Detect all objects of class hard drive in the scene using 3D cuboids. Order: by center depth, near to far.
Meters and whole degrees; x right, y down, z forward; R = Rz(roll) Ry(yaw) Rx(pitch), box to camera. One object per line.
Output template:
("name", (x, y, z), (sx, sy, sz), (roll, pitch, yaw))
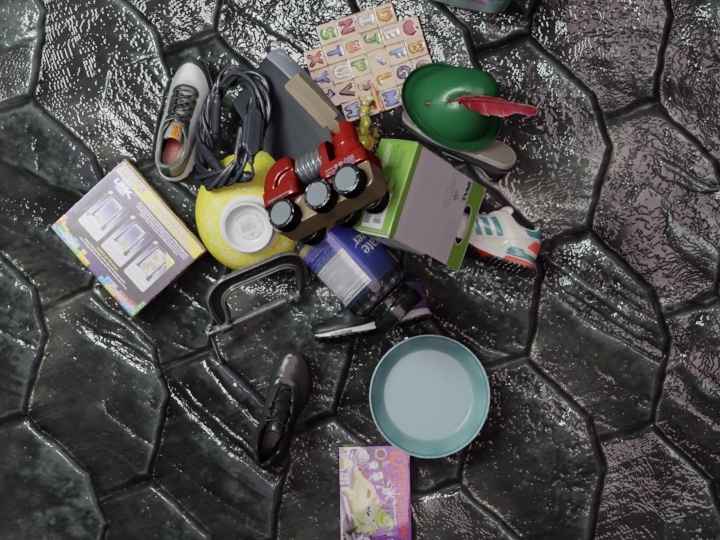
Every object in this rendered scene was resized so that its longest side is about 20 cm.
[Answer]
("hard drive", (-0.109, -0.234, 1.658), (0.200, 0.042, 0.135), (50, 117, 17))

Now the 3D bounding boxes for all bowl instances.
("bowl", (-0.173, -0.080, 1.690), (0.198, 0.108, 0.202), (1, 106, 2))

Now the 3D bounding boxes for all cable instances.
("cable", (-0.201, -0.222, 1.658), (0.051, 0.163, 0.202), (13, 70, -40))

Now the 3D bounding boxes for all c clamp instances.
("c clamp", (-0.168, 0.049, 1.723), (0.199, 0.171, 0.027), (-27, 47, -7))

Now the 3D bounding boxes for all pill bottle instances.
("pill bottle", (0.000, 0.000, 1.665), (0.112, 0.112, 0.200), (-43, 87, 1))

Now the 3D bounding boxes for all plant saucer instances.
("plant saucer", (0.112, 0.205, 1.755), (0.198, 0.036, 0.202), (0, 88, -2))

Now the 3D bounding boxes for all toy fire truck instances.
("toy fire truck", (-0.071, -0.166, 1.569), (0.175, 0.128, 0.201), (-26, 64, 22))

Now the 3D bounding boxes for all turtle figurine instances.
("turtle figurine", (0.001, -0.187, 1.684), (0.064, 0.161, 0.202), (0, 92, -1))

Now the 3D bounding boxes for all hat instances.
("hat", (0.180, -0.295, 1.647), (0.199, 0.176, 0.166), (30, 58, 0))

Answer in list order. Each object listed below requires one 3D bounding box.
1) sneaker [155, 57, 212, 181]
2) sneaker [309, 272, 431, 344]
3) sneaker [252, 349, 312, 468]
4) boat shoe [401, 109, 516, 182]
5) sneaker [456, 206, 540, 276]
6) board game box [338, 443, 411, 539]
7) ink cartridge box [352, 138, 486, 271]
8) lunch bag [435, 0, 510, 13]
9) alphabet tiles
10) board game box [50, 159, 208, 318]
("sneaker", (-0.285, -0.244, 1.722), (0.073, 0.079, 0.202), (12, 90, 2))
("sneaker", (0.010, 0.061, 1.746), (0.198, 0.076, 0.088), (-14, 77, -4))
("sneaker", (-0.126, 0.229, 1.730), (0.075, 0.091, 0.202), (13, 90, 1))
("boat shoe", (0.152, -0.199, 1.732), (0.199, 0.063, 0.073), (23, 49, -4))
("sneaker", (0.203, -0.068, 1.746), (0.198, 0.070, 0.094), (23, 73, 1))
("board game box", (0.024, 0.389, 1.768), (0.119, 0.032, 0.202), (-2, 91, -5))
("ink cartridge box", (0.095, -0.097, 1.649), (0.075, 0.199, 0.149), (14, 83, 40))
("lunch bag", (0.147, -0.471, 1.680), (0.198, 0.160, 0.078), (13, 91, -2))
("alphabet tiles", (0.015, -0.342, 1.758), (0.198, 0.006, 0.168), (-18, 91, 0))
("board game box", (-0.373, -0.052, 1.737), (0.165, 0.057, 0.200), (-41, 91, -1))
